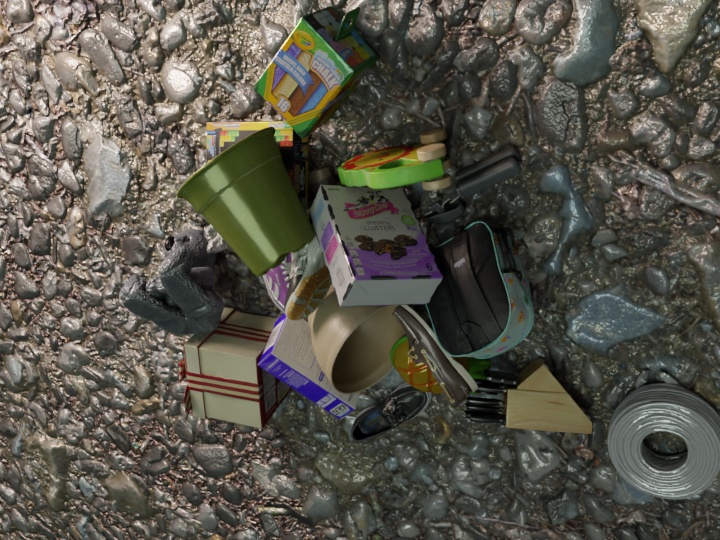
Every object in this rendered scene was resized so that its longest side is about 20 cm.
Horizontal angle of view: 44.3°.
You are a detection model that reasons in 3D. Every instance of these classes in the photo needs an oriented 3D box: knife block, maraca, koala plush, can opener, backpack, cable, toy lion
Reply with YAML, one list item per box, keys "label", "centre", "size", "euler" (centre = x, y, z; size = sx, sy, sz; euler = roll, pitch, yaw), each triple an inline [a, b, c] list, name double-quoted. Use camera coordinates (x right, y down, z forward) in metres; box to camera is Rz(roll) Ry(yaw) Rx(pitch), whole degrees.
- label: "knife block"
  centre: [0.285, 0.250, 1.565]
  size: [0.175, 0.064, 0.201]
  euler: [-41, 93, 8]
- label: "maraca"
  centre: [0.147, 0.172, 1.613]
  size: [0.197, 0.109, 0.138]
  euler: [24, 136, -15]
- label: "koala plush"
  centre: [-0.335, 0.003, 1.715]
  size: [0.175, 0.203, 0.183]
  euler: [-27, 128, 31]
- label: "can opener"
  centre: [0.188, -0.139, 1.495]
  size: [0.197, 0.054, 0.067]
  euler: [-23, 134, 30]
- label: "backpack"
  centre: [0.198, 0.046, 1.479]
  size: [0.174, 0.152, 0.204]
  euler: [-29, 59, 30]
- label: "cable"
  centre: [0.522, 0.293, 1.509]
  size: [0.197, 0.069, 0.203]
  euler: [31, 121, 10]
- label: "toy lion"
  centre: [0.053, -0.172, 1.453]
  size: [0.187, 0.201, 0.070]
  euler: [-11, 108, 9]

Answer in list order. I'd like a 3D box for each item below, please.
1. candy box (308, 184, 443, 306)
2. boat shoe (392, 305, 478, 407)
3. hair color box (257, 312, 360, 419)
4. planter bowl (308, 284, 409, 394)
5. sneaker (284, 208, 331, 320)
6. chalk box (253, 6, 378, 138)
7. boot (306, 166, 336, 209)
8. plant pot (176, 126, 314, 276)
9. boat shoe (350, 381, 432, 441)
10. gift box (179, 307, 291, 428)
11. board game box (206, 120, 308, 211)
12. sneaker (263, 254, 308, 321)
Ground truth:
- label: "candy box"
  centre: [0.022, -0.043, 1.459]
  size: [0.072, 0.164, 0.203]
  euler: [-61, 40, 44]
- label: "boat shoe"
  centre: [0.117, 0.143, 1.515]
  size: [0.059, 0.072, 0.201]
  euler: [-40, 92, -3]
- label: "hair color box"
  centre: [-0.086, 0.179, 1.679]
  size: [0.198, 0.111, 0.065]
  euler: [35, 137, -14]
- label: "planter bowl"
  centre: [-0.013, 0.103, 1.618]
  size: [0.135, 0.197, 0.203]
  euler: [43, 127, 34]
- label: "sneaker"
  centre: [-0.094, -0.013, 1.569]
  size: [0.087, 0.075, 0.204]
  euler: [29, 98, 35]
- label: "chalk box"
  centre: [-0.059, -0.345, 1.465]
  size: [0.124, 0.125, 0.200]
  euler: [45, 124, 0]
- label: "boot"
  centre: [-0.051, -0.113, 1.599]
  size: [0.195, 0.070, 0.150]
  euler: [-5, 104, 21]
- label: "plant pot"
  centre: [-0.173, -0.101, 1.475]
  size: [0.199, 0.200, 0.192]
  euler: [-34, 91, 32]
- label: "boat shoe"
  centre: [0.055, 0.278, 1.720]
  size: [0.198, 0.066, 0.071]
  euler: [-30, 98, 32]
- label: "gift box"
  centre: [-0.251, 0.206, 1.763]
  size: [0.182, 0.185, 0.205]
  euler: [9, 112, 18]
- label: "board game box"
  centre: [-0.188, -0.183, 1.599]
  size: [0.196, 0.056, 0.170]
  euler: [4, 96, 30]
- label: "sneaker"
  centre: [-0.134, 0.005, 1.660]
  size: [0.203, 0.072, 0.114]
  euler: [58, 148, -8]
